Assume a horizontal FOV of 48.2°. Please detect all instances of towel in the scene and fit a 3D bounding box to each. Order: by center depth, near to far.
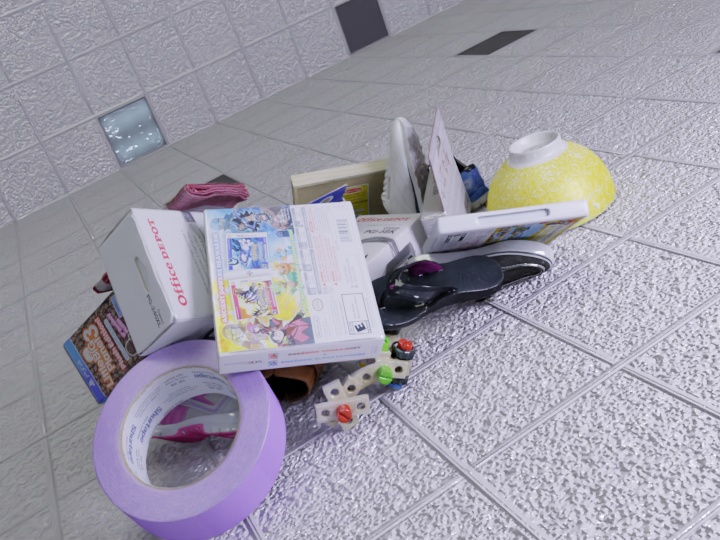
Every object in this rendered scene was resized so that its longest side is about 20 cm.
[{"bbox_3d":[-0.244,-0.041,1.050,0.199,0.023,0.144,-42,-11,22],"label":"towel"}]

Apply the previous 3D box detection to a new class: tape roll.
[{"bbox_3d":[-0.181,0.178,0.863,0.195,0.066,0.204,-7,55,10],"label":"tape roll"}]

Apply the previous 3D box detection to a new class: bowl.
[{"bbox_3d":[0.273,-0.143,1.204,0.196,0.109,0.201,-19,23,8],"label":"bowl"}]

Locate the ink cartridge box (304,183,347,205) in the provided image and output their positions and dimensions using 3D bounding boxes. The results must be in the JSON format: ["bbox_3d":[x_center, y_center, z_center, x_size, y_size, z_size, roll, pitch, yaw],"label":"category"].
[{"bbox_3d":[-0.111,-0.039,1.229,0.197,0.041,0.200,-29,-8,-21],"label":"ink cartridge box"}]

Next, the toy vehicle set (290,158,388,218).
[{"bbox_3d":[-0.015,-0.119,1.345,0.195,0.126,0.027,-11,47,-10],"label":"toy vehicle set"}]

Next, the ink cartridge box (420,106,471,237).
[{"bbox_3d":[0.118,-0.124,1.203,0.044,0.179,0.201,-15,26,18],"label":"ink cartridge box"}]

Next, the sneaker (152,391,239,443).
[{"bbox_3d":[-0.203,0.160,0.981,0.196,0.090,0.081,-7,-18,20],"label":"sneaker"}]

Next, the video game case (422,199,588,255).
[{"bbox_3d":[0.175,-0.049,1.024,0.177,0.023,0.200,-7,-8,-2],"label":"video game case"}]

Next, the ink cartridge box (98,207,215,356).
[{"bbox_3d":[-0.196,0.011,0.970,0.083,0.147,0.198,-37,-20,30],"label":"ink cartridge box"}]

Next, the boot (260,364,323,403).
[{"bbox_3d":[-0.130,0.124,1.063,0.195,0.078,0.156,-8,30,16],"label":"boot"}]

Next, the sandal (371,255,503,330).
[{"bbox_3d":[0.079,0.013,0.959,0.197,0.049,0.076,-18,47,-19],"label":"sandal"}]

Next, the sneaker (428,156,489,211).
[{"bbox_3d":[0.141,-0.160,1.388,0.078,0.091,0.198,-34,25,-30],"label":"sneaker"}]

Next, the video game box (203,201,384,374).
[{"bbox_3d":[-0.080,0.013,0.907,0.178,0.047,0.203,-2,52,-15],"label":"video game box"}]

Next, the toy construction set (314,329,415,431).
[{"bbox_3d":[-0.011,0.094,0.954,0.128,0.093,0.202,7,36,-16],"label":"toy construction set"}]

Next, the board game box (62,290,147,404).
[{"bbox_3d":[-0.274,0.070,1.101,0.199,0.098,0.159,-41,-11,23],"label":"board game box"}]

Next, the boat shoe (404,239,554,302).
[{"bbox_3d":[0.155,0.012,1.045,0.195,0.071,0.065,-9,57,11],"label":"boat shoe"}]

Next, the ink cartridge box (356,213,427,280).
[{"bbox_3d":[0.000,0.000,1.177,0.145,0.084,0.200,1,33,45],"label":"ink cartridge box"}]

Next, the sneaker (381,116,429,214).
[{"bbox_3d":[0.066,-0.139,1.276,0.079,0.205,0.076,-10,2,27],"label":"sneaker"}]
